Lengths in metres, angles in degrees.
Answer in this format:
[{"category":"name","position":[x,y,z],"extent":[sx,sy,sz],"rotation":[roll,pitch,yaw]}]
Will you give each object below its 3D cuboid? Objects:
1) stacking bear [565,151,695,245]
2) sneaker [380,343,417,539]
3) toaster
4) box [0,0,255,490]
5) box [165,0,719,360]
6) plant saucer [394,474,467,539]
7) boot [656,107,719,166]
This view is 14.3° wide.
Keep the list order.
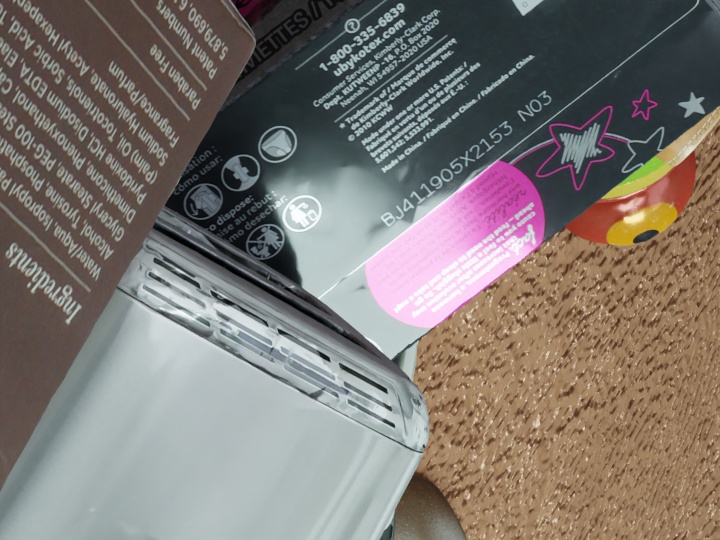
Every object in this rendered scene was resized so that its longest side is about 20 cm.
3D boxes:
[{"category":"stacking bear","position":[0.105,-0.076,1.255],"extent":[0.121,0.114,0.200],"rotation":[-26,156,-1]},{"category":"sneaker","position":[-0.017,0.063,1.100],"extent":[0.089,0.074,0.201],"rotation":[-79,176,-78]},{"category":"toaster","position":[-0.075,0.050,0.886],"extent":[0.200,0.114,0.129],"rotation":[30,94,-33]},{"category":"box","position":[-0.165,-0.042,0.772],"extent":[0.200,0.166,0.164],"rotation":[-61,150,-14]},{"category":"box","position":[0.012,-0.076,0.992],"extent":[0.200,0.115,0.132],"rotation":[-38,126,1]},{"category":"plant saucer","position":[0.003,0.193,1.328],"extent":[0.200,0.037,0.201],"rotation":[-36,136,-44]},{"category":"boot","position":[0.065,-0.090,1.102],"extent":[0.155,0.074,0.200],"rotation":[43,94,-15]}]
